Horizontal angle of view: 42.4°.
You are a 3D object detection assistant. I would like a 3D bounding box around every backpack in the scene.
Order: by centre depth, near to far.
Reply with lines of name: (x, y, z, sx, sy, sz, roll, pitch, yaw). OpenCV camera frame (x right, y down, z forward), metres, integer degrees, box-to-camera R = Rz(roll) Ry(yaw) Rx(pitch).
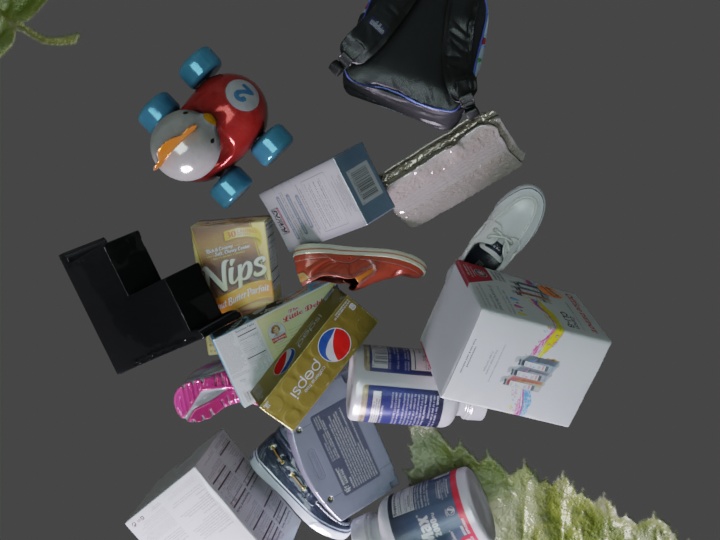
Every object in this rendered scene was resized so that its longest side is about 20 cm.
backpack: (0.081, -0.296, 1.220, 0.199, 0.154, 0.192, 21, 84, 0)

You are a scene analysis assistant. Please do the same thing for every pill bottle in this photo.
pill bottle: (0.082, 0.170, 1.354, 0.198, 0.111, 0.112, 5, 105, -5)
pill bottle: (0.093, 0.387, 1.408, 0.199, 0.120, 0.120, -25, 99, 14)

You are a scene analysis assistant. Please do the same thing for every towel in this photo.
towel: (0.124, -0.135, 1.280, 0.199, 0.132, 0.035, -31, 56, 15)

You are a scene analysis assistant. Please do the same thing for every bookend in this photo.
bookend: (-0.309, 0.023, 1.355, 0.198, 0.092, 0.201, -24, 95, 35)

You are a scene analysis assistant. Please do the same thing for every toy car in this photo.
toy car: (-0.219, -0.188, 1.275, 0.177, 0.200, 0.184, -43, 95, 15)

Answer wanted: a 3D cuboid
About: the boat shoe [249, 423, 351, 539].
boat shoe: (-0.073, 0.327, 1.443, 0.200, 0.071, 0.091, 41, 107, -2)

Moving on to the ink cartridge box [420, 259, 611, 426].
ink cartridge box: (0.209, 0.100, 1.275, 0.199, 0.146, 0.145, 15, 113, -17)

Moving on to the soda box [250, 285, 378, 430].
soda box: (-0.067, 0.125, 1.328, 0.068, 0.064, 0.200, 39, 88, -24)

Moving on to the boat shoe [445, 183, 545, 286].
boat shoe: (0.194, -0.033, 1.319, 0.073, 0.065, 0.201, 34, 106, 0)

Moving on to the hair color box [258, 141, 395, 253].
hair color box: (-0.050, -0.097, 1.286, 0.199, 0.060, 0.100, -17, 103, 53)

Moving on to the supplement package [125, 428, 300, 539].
supplement package: (-0.223, 0.389, 1.439, 0.152, 0.151, 0.200, -39, 95, 14)

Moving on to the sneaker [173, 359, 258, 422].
sneaker: (-0.188, 0.165, 1.419, 0.198, 0.088, 0.082, -11, 105, -12)

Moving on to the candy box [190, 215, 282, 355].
candy box: (-0.181, 0.023, 1.394, 0.114, 0.055, 0.202, -4, 104, 8)

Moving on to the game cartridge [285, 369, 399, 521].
game cartridge: (-0.035, 0.268, 1.410, 0.132, 0.041, 0.201, -26, 99, -15)

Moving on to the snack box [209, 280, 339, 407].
snack box: (-0.108, 0.102, 1.364, 0.199, 0.037, 0.117, -26, 108, -12)

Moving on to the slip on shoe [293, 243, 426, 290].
slip on shoe: (0.000, 0.000, 1.328, 0.198, 0.074, 0.062, 4, 79, -20)
